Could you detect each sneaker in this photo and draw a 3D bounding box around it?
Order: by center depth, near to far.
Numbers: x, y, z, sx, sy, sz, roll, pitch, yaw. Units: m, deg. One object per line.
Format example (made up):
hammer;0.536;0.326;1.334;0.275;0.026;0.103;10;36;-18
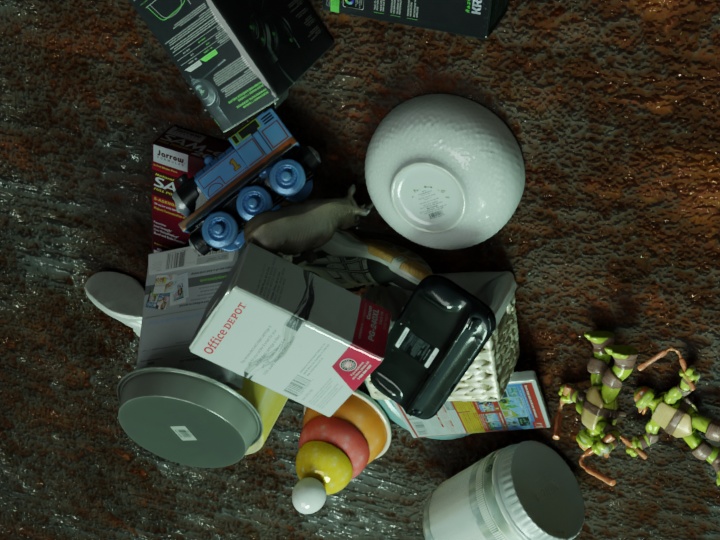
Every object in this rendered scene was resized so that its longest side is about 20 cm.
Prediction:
sneaker;0.000;0.000;1.266;0.199;0.076;0.088;21;103;22
sneaker;-0.341;0.077;1.496;0.199;0.075;0.089;28;141;3

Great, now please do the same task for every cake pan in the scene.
cake pan;-0.227;0.197;1.250;0.199;0.037;0.201;9;140;7

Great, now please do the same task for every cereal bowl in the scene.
cereal bowl;0.093;-0.107;1.159;0.199;0.083;0.201;12;125;17

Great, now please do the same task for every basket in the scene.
basket;0.100;0.086;1.247;0.199;0.136;0.124;-2;118;25

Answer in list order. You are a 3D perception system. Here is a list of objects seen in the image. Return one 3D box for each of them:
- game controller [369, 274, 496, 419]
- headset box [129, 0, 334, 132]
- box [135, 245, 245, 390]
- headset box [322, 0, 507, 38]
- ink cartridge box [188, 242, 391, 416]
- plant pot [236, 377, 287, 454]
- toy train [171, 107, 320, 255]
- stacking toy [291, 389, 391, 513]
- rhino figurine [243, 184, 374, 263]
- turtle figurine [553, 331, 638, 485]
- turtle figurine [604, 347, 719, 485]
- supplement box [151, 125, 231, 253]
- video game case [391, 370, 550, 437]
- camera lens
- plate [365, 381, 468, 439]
game controller;0.082;0.096;1.160;0.104;0.042;0.201;40;128;14
headset box;-0.137;-0.279;1.087;0.092;0.174;0.200;-24;112;34
box;-0.223;0.065;1.281;0.155;0.201;0.041;-10;154;26
headset box;0.056;-0.353;0.990;0.199;0.093;0.175;15;127;15
ink cartridge box;-0.085;0.073;1.155;0.199;0.084;0.145;27;134;-14
plant pot;-0.175;0.147;1.355;0.199;0.190;0.201;8;142;7
toy train;-0.148;-0.108;1.208;0.200;0.087;0.115;-37;84;3
stacking toy;-0.051;0.279;1.411;0.145;0.200;0.147;13;127;18
rhino figurine;-0.061;-0.054;1.186;0.060;0.199;0.088;57;150;24
turtle figurine;0.305;0.168;1.205;0.064;0.200;0.162;8;107;-7
turtle figurine;0.409;0.201;1.234;0.161;0.064;0.201;36;125;21
supplement box;-0.230;-0.089;1.333;0.108;0.061;0.201;17;127;11
video game case;0.151;0.186;1.316;0.199;0.018;0.143;-7;144;16
camera lens;0.198;0.350;1.372;0.160;0.160;0.200;42;129;-7
plate;0.094;0.173;1.387;0.199;0.026;0.201;13;126;18
